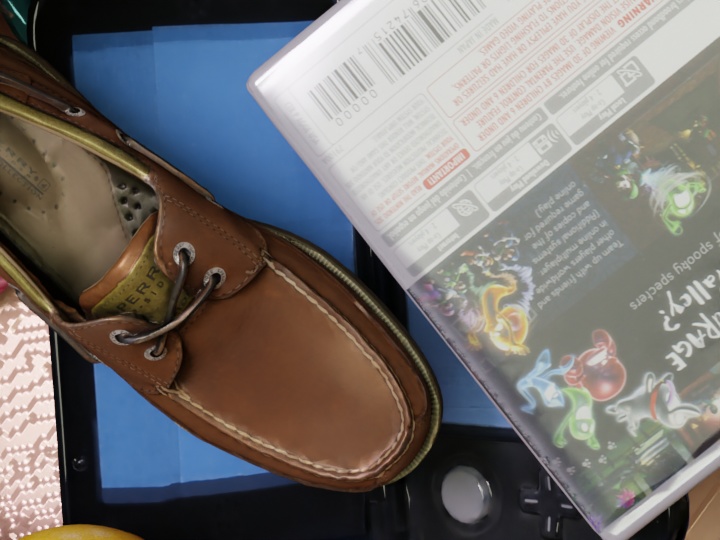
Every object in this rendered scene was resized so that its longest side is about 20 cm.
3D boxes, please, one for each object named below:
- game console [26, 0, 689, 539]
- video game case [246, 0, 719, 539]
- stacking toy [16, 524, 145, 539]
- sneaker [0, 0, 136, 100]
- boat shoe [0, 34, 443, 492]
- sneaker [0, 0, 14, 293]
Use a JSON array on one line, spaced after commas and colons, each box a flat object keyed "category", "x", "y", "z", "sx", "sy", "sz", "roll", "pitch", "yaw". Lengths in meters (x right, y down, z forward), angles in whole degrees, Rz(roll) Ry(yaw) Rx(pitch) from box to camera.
[{"category": "game console", "x": 0.000, "y": 0.000, "z": 0.801, "sx": 0.170, "sy": 0.118, "sz": 0.201, "roll": 1, "pitch": 99, "yaw": 39}, {"category": "video game case", "x": 0.097, "y": -0.048, "z": 0.763, "sx": 0.200, "sy": 0.023, "sz": 0.182, "roll": -39, "pitch": 90, "yaw": 9}, {"category": "stacking toy", "x": -0.078, "y": 0.125, "z": 0.777, "sx": 0.199, "sy": 0.146, "sz": 0.147, "roll": 29, "pitch": 96, "yaw": -3}, {"category": "sneaker", "x": -0.109, "y": -0.140, "z": 0.858, "sx": 0.077, "sy": 0.080, "sz": 0.201, "roll": -26, "pitch": 85, "yaw": 11}, {"category": "boat shoe", "x": -0.065, "y": 0.004, "z": 0.767, "sx": 0.199, "sy": 0.068, "sz": 0.072, "roll": 34, "pitch": 98, "yaw": 2}, {"category": "sneaker", "x": -0.154, "y": -0.067, "z": 0.848, "sx": 0.080, "sy": 0.075, "sz": 0.201, "roll": -8, "pitch": 127, "yaw": -14}]
